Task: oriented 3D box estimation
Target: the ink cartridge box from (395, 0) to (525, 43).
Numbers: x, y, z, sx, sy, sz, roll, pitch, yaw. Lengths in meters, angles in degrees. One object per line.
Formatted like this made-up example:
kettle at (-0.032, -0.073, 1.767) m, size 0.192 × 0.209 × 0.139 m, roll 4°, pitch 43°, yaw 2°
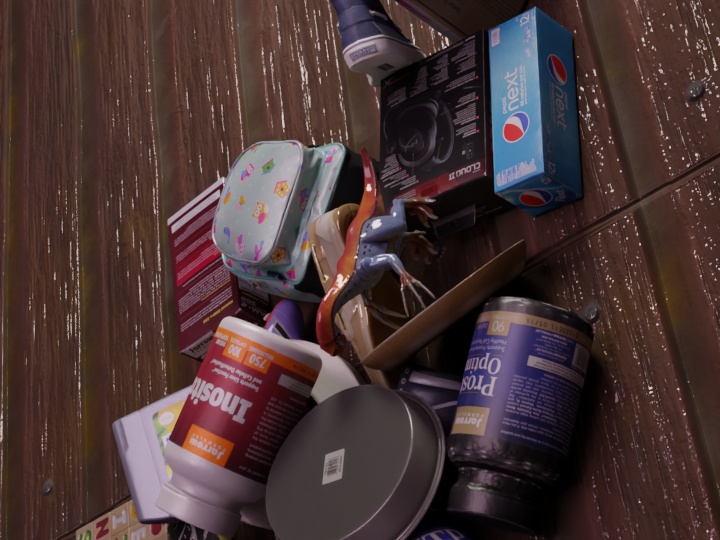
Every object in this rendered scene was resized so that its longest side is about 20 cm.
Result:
ink cartridge box at (0.101, -0.347, 1.667) m, size 0.075 × 0.200 × 0.165 m, roll 29°, pitch 90°, yaw 49°

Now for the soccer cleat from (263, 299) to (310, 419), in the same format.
soccer cleat at (-0.080, 0.131, 1.714) m, size 0.076 × 0.067 × 0.201 m, roll 2°, pitch 71°, yaw 30°

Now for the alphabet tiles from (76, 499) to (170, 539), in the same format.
alphabet tiles at (-0.293, 0.362, 1.848) m, size 0.200 × 0.006 × 0.167 m, roll -31°, pitch 50°, yaw 31°

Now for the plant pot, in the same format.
plant pot at (0.087, 0.040, 1.517) m, size 0.200 × 0.200 × 0.028 m, roll -40°, pitch 84°, yaw 25°

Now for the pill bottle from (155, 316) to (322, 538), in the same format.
pill bottle at (-0.125, 0.157, 1.548) m, size 0.113 × 0.113 × 0.201 m, roll 16°, pitch 81°, yaw 49°

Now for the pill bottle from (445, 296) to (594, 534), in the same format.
pill bottle at (0.143, 0.135, 1.438) m, size 0.112 × 0.112 × 0.201 m, roll 0°, pitch 69°, yaw 46°

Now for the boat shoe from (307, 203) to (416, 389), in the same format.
boat shoe at (-0.001, 0.032, 1.622) m, size 0.069 × 0.074 × 0.201 m, roll -14°, pitch 94°, yaw 43°

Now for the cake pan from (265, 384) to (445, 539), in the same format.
cake pan at (-0.012, 0.191, 1.464) m, size 0.200 × 0.037 × 0.201 m, roll -27°, pitch 41°, yaw 25°

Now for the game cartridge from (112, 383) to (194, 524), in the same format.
game cartridge at (-0.159, 0.184, 1.635) m, size 0.199 × 0.040 × 0.134 m, roll -26°, pitch 71°, yaw 13°

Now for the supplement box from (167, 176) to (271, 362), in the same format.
supplement box at (-0.169, 0.001, 1.869) m, size 0.109 × 0.061 × 0.201 m, roll -34°, pitch 48°, yaw 30°

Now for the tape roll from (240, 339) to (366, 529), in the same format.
tape roll at (-0.079, 0.173, 1.646) m, size 0.202 × 0.037 × 0.204 m, roll -5°, pitch 74°, yaw 19°

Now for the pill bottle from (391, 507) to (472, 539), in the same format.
pill bottle at (0.055, 0.286, 1.443) m, size 0.200 × 0.119 × 0.120 m, roll 33°, pitch 94°, yaw 49°

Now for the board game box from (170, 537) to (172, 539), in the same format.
board game box at (-0.172, 0.386, 1.670) m, size 0.199 × 0.062 × 0.201 m, roll -2°, pitch 69°, yaw 46°

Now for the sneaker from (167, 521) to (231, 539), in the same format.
sneaker at (-0.172, 0.242, 1.721) m, size 0.078 × 0.090 × 0.200 m, roll -65°, pitch 35°, yaw 25°

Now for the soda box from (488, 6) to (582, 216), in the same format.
soda box at (0.177, -0.162, 1.591) m, size 0.064 × 0.068 × 0.201 m, roll -22°, pitch 55°, yaw 38°

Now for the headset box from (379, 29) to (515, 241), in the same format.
headset box at (0.097, -0.131, 1.652) m, size 0.148 × 0.077 × 0.201 m, roll -23°, pitch 55°, yaw 37°

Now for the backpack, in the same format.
backpack at (-0.076, -0.057, 1.732) m, size 0.200 × 0.153 × 0.177 m, roll 2°, pitch 75°, yaw 61°

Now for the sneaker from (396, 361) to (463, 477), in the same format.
sneaker at (0.022, 0.156, 1.561) m, size 0.199 × 0.070 × 0.109 m, roll -10°, pitch 62°, yaw 19°

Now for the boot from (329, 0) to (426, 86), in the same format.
boot at (0.020, -0.260, 1.704) m, size 0.072 × 0.200 × 0.091 m, roll -18°, pitch 84°, yaw 11°

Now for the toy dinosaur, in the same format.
toy dinosaur at (0.000, 0.000, 1.549) m, size 0.200 × 0.181 × 0.105 m, roll 42°, pitch 143°, yaw 26°
